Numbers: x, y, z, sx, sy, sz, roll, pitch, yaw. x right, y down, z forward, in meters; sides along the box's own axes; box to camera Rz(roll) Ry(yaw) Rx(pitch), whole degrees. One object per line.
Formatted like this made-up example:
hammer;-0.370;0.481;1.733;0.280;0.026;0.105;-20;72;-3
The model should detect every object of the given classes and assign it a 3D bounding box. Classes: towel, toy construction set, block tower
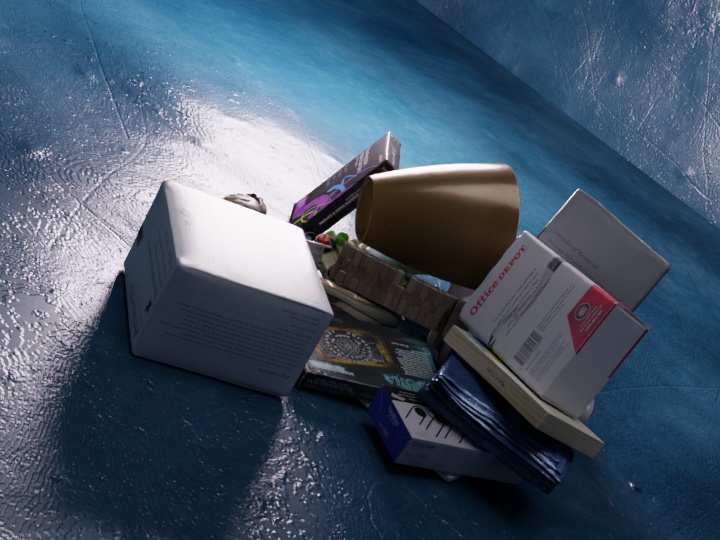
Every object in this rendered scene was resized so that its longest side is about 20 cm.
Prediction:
towel;0.170;0.181;1.389;0.200;0.049;0.112;37;22;7
toy construction set;0.000;0.000;1.646;0.130;0.093;0.200;-4;30;-24
block tower;0.057;0.029;1.532;0.199;0.054;0.058;26;3;0

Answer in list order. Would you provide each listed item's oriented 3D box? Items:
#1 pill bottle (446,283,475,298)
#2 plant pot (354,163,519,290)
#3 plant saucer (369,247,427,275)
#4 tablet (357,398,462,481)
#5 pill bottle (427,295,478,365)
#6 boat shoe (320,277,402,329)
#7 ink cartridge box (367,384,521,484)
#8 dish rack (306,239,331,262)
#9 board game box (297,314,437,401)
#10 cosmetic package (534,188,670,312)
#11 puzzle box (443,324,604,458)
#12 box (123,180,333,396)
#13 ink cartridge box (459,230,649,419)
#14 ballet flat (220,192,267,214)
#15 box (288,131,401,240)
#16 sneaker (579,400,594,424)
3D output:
pill bottle;0.204;0.038;1.799;0.112;0.113;0.200;37;24;15
plant pot;0.099;-0.075;1.623;0.199;0.187;0.187;9;28;-15
plant saucer;0.102;-0.031;1.795;0.199;0.028;0.200;-2;16;1
tablet;0.071;0.185;1.453;0.200;0.014;0.130;41;24;22
pill bottle;0.195;0.136;1.584;0.200;0.111;0.111;43;25;28
boat shoe;-0.041;0.049;1.527;0.199;0.065;0.072;23;2;-19
ink cartridge box;0.112;0.201;1.393;0.199;0.044;0.094;16;28;-34
dish rack;-0.156;-0.044;1.544;0.199;0.044;0.171;14;0;-35
board game box;0.006;0.114;1.457;0.199;0.028;0.136;15;32;-22
cosmetic package;0.303;0.020;1.595;0.165;0.200;0.165;41;5;10
puzzle box;0.200;0.148;1.409;0.133;0.025;0.200;30;10;-41
box;-0.161;0.020;1.350;0.199;0.131;0.199;19;25;-25
ink cartridge box;0.236;0.064;1.428;0.084;0.145;0.200;33;8;-38
ballet flat;-0.163;-0.092;1.601;0.067;0.047;0.200;14;0;5
box;-0.025;-0.122;1.734;0.036;0.200;0.143;50;17;-17
sneaker;0.275;0.170;1.675;0.082;0.074;0.200;23;12;-16
